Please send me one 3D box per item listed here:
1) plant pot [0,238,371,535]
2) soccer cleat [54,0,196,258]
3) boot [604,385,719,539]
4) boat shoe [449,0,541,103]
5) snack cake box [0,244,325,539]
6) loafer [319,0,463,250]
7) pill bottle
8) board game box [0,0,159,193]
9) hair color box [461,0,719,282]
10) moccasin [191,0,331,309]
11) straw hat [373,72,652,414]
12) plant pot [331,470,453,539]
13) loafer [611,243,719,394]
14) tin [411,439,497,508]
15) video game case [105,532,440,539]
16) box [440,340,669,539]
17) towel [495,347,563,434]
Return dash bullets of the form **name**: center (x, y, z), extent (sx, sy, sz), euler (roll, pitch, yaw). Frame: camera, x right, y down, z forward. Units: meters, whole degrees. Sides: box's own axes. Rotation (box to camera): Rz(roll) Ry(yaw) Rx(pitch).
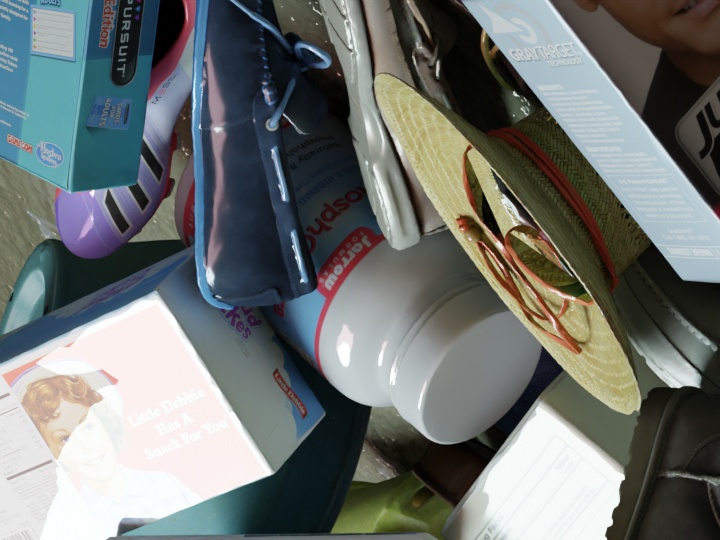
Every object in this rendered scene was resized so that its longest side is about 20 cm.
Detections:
- **plant pot**: center (-0.114, 0.067, 1.597), extent (0.187, 0.201, 0.200), euler (17, 169, -19)
- **soccer cleat**: center (-0.120, -0.088, 1.415), extent (0.067, 0.076, 0.200), euler (47, 121, 24)
- **boot**: center (0.199, 0.120, 1.159), extent (0.199, 0.183, 0.072), euler (-1, 162, 36)
- **boat shoe**: center (0.088, -0.098, 1.150), extent (0.201, 0.061, 0.072), euler (34, 160, 24)
- **snack cake box**: center (-0.133, 0.074, 1.442), extent (0.199, 0.067, 0.115), euler (-23, 104, 34)
- **loafer**: center (0.021, -0.100, 1.300), extent (0.072, 0.063, 0.201), euler (-116, 10, -49)
- **pill bottle**: center (0.000, 0.000, 1.422), extent (0.200, 0.109, 0.109), euler (40, 164, 36)
- **board game box**: center (-0.162, -0.158, 1.365), extent (0.151, 0.047, 0.201), euler (26, 114, 41)
- **hair color box**: center (0.112, -0.100, 1.040), extent (0.200, 0.099, 0.061), euler (49, 160, -20)
- **moccasin**: center (-0.048, -0.081, 1.343), extent (0.081, 0.068, 0.201), euler (-89, -1, -66)
- **straw hat**: center (0.096, -0.035, 1.224), extent (0.201, 0.085, 0.201), euler (52, 173, 9)
- **plant pot**: center (0.034, 0.208, 1.765), extent (0.200, 0.200, 0.184), euler (43, 150, -3)
- **loafer**: center (0.196, 0.045, 1.260), extent (0.200, 0.070, 0.070), euler (41, 125, 19)
- **tin**: center (0.117, 0.158, 1.622), extent (0.200, 0.042, 0.112), euler (35, -172, 29)
- **video game case**: center (-0.016, 0.170, 1.481), extent (0.181, 0.024, 0.200), euler (-3, 163, 20)
- **box**: center (0.163, 0.135, 1.375), extent (0.200, 0.109, 0.128), euler (41, 136, 7)
- **towel**: center (0.113, 0.078, 1.504), extent (0.200, 0.049, 0.111), euler (51, 159, -21)
